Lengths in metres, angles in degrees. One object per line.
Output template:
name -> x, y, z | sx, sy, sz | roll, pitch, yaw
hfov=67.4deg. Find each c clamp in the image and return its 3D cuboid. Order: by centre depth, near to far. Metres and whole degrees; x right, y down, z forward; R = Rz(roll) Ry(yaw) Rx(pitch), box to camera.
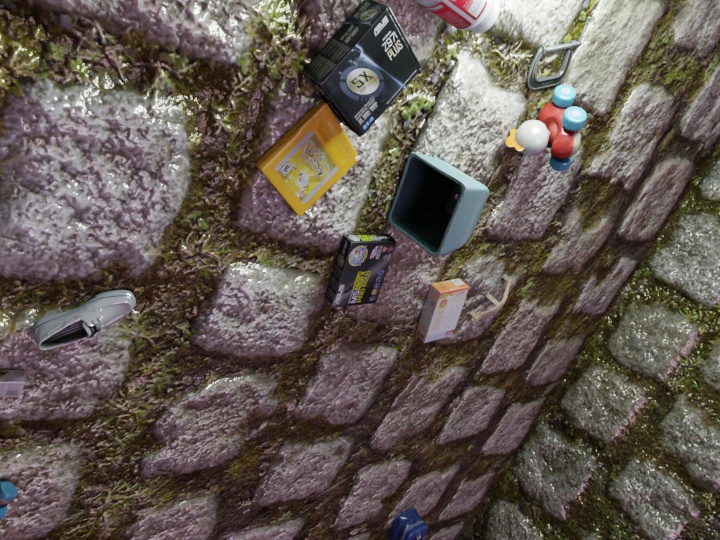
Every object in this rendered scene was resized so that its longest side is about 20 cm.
c clamp -> 0.528, -0.581, 1.465 | 0.196, 0.027, 0.174 | -25, 140, -25

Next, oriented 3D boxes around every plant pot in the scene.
plant pot -> 0.224, -0.174, 1.413 | 0.197, 0.196, 0.200 | -8, 127, -44

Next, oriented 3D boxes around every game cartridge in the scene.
game cartridge -> -0.110, -0.241, 1.194 | 0.200, 0.032, 0.177 | -43, 139, -2

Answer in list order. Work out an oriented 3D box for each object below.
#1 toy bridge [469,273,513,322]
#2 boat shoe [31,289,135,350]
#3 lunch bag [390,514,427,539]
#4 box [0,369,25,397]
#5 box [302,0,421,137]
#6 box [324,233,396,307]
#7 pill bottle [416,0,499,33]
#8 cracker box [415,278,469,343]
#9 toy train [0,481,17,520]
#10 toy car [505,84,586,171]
toy bridge -> 0.475, 0.109, 1.925 | 0.201, 0.067, 0.027 | -49, 139, 2
boat shoe -> -0.544, 0.107, 1.080 | 0.196, 0.067, 0.075 | -25, 135, -22
lunch bag -> 0.234, 1.246, 2.568 | 0.133, 0.132, 0.205 | -8, 127, -35
box -> -0.745, 0.211, 1.015 | 0.197, 0.039, 0.042 | 12, 113, -44
box -> 0.007, -0.414, 1.114 | 0.200, 0.086, 0.164 | -47, 138, 1
box -> 0.000, 0.000, 1.464 | 0.157, 0.044, 0.204 | -4, 123, -38
pill bottle -> 0.203, -0.578, 1.128 | 0.196, 0.112, 0.114 | 8, 117, -43
cracker box -> 0.268, 0.132, 1.780 | 0.131, 0.058, 0.205 | -9, 126, -34
toy train -> -0.839, 0.490, 1.131 | 0.117, 0.084, 0.200 | -51, 139, -9
toy car -> 0.503, -0.392, 1.524 | 0.193, 0.181, 0.186 | -6, 147, 0
